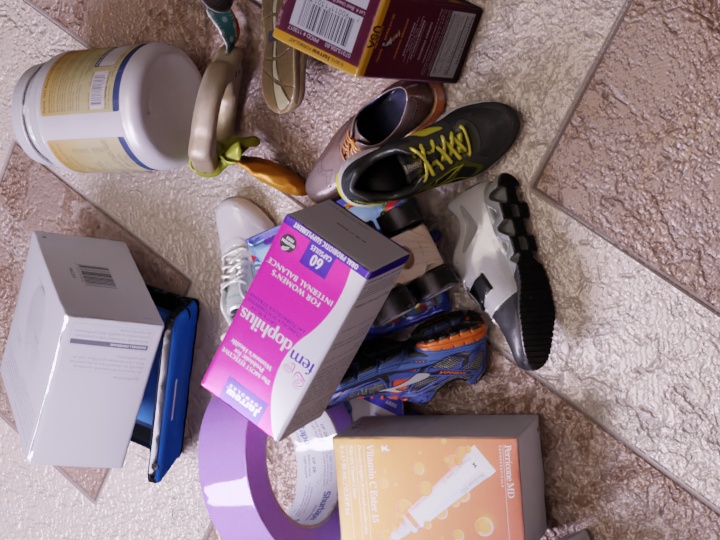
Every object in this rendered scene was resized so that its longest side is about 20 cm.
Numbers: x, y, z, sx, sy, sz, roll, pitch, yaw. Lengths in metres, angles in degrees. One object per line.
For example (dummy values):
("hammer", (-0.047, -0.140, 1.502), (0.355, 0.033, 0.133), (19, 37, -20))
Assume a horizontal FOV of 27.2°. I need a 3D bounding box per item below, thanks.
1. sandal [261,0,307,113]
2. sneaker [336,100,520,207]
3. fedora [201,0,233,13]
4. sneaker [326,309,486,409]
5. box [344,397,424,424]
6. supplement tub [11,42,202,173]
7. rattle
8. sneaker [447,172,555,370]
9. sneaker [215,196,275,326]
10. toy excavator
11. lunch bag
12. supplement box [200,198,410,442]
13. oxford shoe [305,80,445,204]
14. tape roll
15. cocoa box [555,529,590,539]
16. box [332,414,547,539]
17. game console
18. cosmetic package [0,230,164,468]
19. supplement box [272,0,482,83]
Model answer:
("sandal", (-0.067, -0.270, 1.626), (0.080, 0.054, 0.202), (3, 90, 52))
("sneaker", (0.071, -0.109, 1.504), (0.199, 0.085, 0.075), (-25, 99, 5))
("fedora", (-0.137, -0.376, 1.601), (0.090, 0.200, 0.178), (-15, 112, 10))
("sneaker", (0.043, 0.111, 1.551), (0.199, 0.075, 0.079), (-18, 109, 3))
("box", (-0.002, 0.211, 1.650), (0.119, 0.041, 0.201), (23, 105, 29))
("supplement tub", (-0.292, -0.186, 1.731), (0.199, 0.144, 0.146), (1, 96, 33))
("rattle", (-0.116, -0.199, 1.662), (0.142, 0.130, 0.201), (8, 74, 22))
("sneaker", (0.139, 0.010, 1.519), (0.088, 0.074, 0.201), (-19, 75, 33))
("sneaker", (-0.125, 0.011, 1.684), (0.070, 0.080, 0.202), (-24, 81, 34))
("toy excavator", (-0.026, 0.029, 1.532), (0.200, 0.194, 0.100), (-34, 83, 53))
("lunch bag", (0.000, 0.000, 1.609), (0.199, 0.094, 0.152), (-22, 85, 19))
("supplement box", (-0.053, 0.047, 1.427), (0.101, 0.103, 0.201), (33, 112, 15))
("oxford shoe", (-0.001, -0.139, 1.588), (0.200, 0.073, 0.071), (-44, 73, 29))
("tape roll", (-0.082, 0.201, 1.559), (0.065, 0.200, 0.202), (-11, 89, 34))
("cocoa box", (0.149, 0.369, 1.511), (0.199, 0.133, 0.132), (-29, 81, 32))
("box", (0.083, 0.220, 1.534), (0.199, 0.097, 0.125), (-3, 97, 20))
("game console", (-0.263, 0.127, 1.768), (0.117, 0.171, 0.202), (8, 101, 5))
("cosmetic package", (-0.330, 0.092, 1.745), (0.200, 0.122, 0.201), (55, 130, 53))
("supplement box", (0.021, -0.248, 1.486), (0.110, 0.200, 0.086), (30, 110, 27))
